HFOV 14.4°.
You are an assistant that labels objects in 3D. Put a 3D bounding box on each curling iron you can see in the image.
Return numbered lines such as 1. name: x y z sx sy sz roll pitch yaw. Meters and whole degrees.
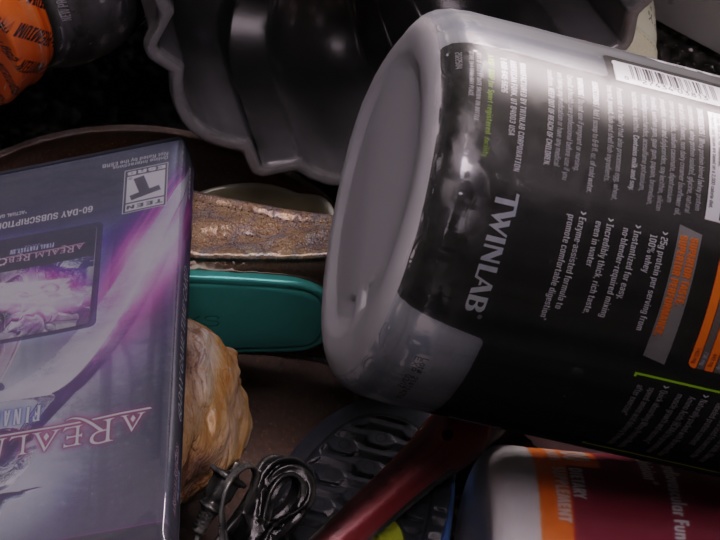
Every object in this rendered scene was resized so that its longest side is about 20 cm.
1. curling iron: 0.027 0.046 0.937 0.200 0.026 0.050 -33 104 -20

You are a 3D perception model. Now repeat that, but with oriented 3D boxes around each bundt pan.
1. bundt pan: 0.010 -0.128 0.971 0.201 0.202 0.076 -14 48 -18

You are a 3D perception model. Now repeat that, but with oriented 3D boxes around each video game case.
1. video game case: -0.125 0.037 0.913 0.142 0.019 0.200 -11 39 7

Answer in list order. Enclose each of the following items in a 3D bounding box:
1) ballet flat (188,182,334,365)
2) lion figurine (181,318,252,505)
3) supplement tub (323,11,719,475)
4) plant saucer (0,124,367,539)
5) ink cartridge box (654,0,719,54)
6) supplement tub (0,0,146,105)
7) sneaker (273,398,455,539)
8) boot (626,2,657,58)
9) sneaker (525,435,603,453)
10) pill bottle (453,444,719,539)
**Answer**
1. ballet flat: 0.000 0.000 1.001 0.199 0.068 0.067 10 41 -6
2. lion figurine: -0.132 0.072 0.929 0.199 0.073 0.123 -4 50 -6
3. supplement tub: 0.098 -0.001 0.889 0.199 0.123 0.123 14 56 -13
4. plant saucer: -0.079 0.039 1.019 0.200 0.035 0.201 4 57 -6
5. ink cartridge box: 0.232 -0.112 1.147 0.200 0.067 0.116 29 57 10
6. supplement tub: -0.096 -0.159 1.036 0.122 0.123 0.200 35 64 13
7. sneaker: -0.009 0.139 0.943 0.066 0.079 0.201 5 59 13
8. boot: 0.024 -0.056 1.077 0.199 0.072 0.155 -1 60 -11
9. sneaker: 0.149 0.028 1.038 0.199 0.081 0.077 -2 60 -9
10. pill bottle: 0.133 0.123 0.953 0.199 0.114 0.114 6 57 -6
